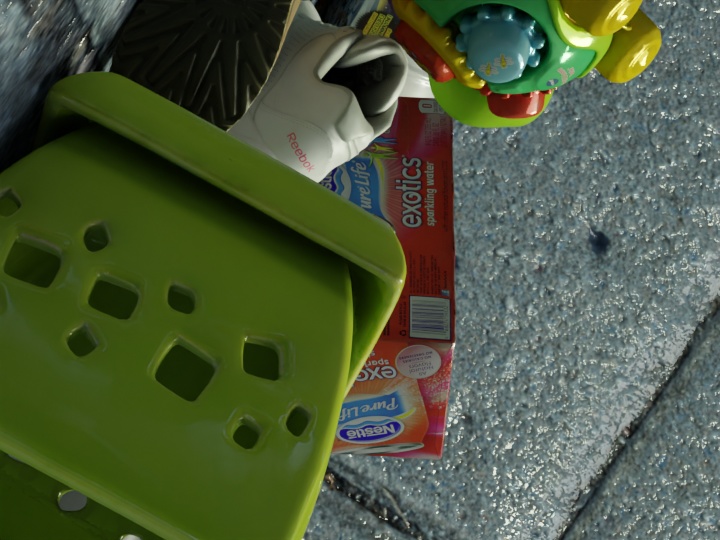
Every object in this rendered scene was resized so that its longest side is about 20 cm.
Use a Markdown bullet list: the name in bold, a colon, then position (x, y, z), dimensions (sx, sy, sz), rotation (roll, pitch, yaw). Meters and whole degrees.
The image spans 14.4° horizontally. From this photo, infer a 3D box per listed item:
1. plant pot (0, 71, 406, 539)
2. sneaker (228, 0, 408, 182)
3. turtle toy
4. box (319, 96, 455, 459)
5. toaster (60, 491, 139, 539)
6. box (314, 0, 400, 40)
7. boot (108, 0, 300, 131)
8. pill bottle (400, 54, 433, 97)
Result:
- **plant pot**: position (-0.096, 0.041, 1.226), dimensions (0.182, 0.199, 0.199), rotation (-60, 179, -24)
- **sneaker**: position (-0.019, -0.094, 1.461), dimensions (0.099, 0.078, 0.200), rotation (-25, -153, 13)
- **turtle toy**: position (0.068, -0.132, 1.419), dimensions (0.101, 0.146, 0.200), rotation (-43, 161, -2)
- **box**: position (0.000, 0.000, 1.572), dimensions (0.201, 0.099, 0.096), rotation (-90, -176, -46)
- **toaster**: position (-0.180, 0.140, 1.655), dimensions (0.130, 0.113, 0.200), rotation (-57, 175, -7)
- **box**: position (0.008, -0.161, 1.701), dimensions (0.200, 0.040, 0.137), rotation (-58, -166, 26)
- **boot**: position (-0.042, -0.136, 1.347), dimensions (0.176, 0.066, 0.200), rotation (-56, 178, 10)
- **pill bottle**: position (0.063, -0.203, 1.805), dimensions (0.200, 0.111, 0.111), rotation (-57, 177, 23)
